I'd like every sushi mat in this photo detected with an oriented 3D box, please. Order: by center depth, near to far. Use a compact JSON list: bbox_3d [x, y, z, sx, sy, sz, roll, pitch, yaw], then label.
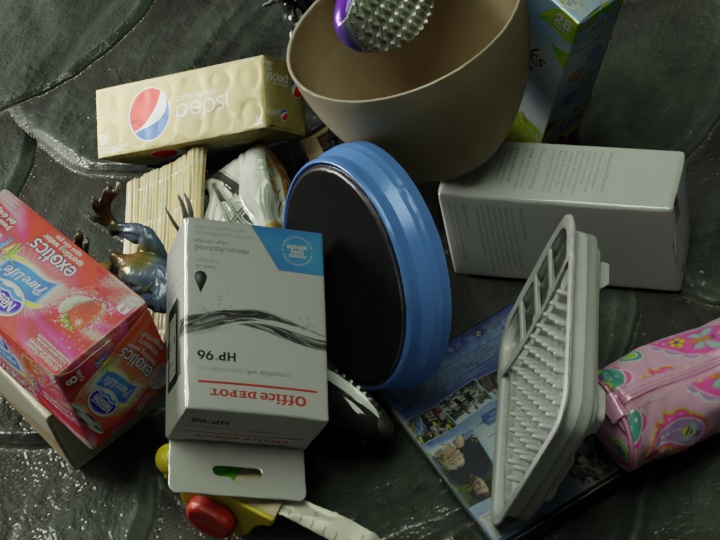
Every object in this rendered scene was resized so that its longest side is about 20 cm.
[{"bbox_3d":[-0.176,-0.015,1.621,0.095,0.012,0.201,-26,49,31],"label":"sushi mat"}]

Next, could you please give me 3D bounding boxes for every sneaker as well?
[{"bbox_3d":[0.009,-0.237,1.467,0.099,0.070,0.201,-6,39,34],"label":"sneaker"},{"bbox_3d":[-0.064,0.114,1.488,0.199,0.070,0.090,25,75,32],"label":"sneaker"},{"bbox_3d":[-0.098,-0.017,1.612,0.087,0.076,0.201,-25,43,15],"label":"sneaker"}]

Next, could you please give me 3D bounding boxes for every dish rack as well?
[{"bbox_3d":[0.145,0.079,1.374,0.043,0.172,0.201,15,49,-8],"label":"dish rack"}]

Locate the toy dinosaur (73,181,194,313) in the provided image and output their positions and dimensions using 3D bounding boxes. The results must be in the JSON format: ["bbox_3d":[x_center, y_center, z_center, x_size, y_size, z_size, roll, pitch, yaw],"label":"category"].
[{"bbox_3d":[-0.160,0.001,1.546,0.181,0.200,0.105,34,75,16],"label":"toy dinosaur"}]

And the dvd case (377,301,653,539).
[{"bbox_3d":[0.119,0.121,1.453,0.142,0.018,0.200,-29,48,-11],"label":"dvd case"}]

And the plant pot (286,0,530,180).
[{"bbox_3d":[0.056,-0.154,1.500,0.199,0.135,0.201,-16,40,14],"label":"plant pot"}]

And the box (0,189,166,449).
[{"bbox_3d":[-0.250,0.037,1.470,0.095,0.100,0.200,-39,52,-20],"label":"box"}]

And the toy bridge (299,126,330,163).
[{"bbox_3d":[0.037,-0.148,1.704,0.199,0.027,0.067,-22,46,-4],"label":"toy bridge"}]

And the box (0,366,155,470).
[{"bbox_3d":[-0.274,0.068,1.570,0.095,0.078,0.200,-37,50,-17],"label":"box"}]

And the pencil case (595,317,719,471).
[{"bbox_3d":[0.267,0.078,1.389,0.199,0.088,0.088,-22,47,-12],"label":"pencil case"}]

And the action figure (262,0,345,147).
[{"bbox_3d":[-0.009,-0.202,1.607,0.118,0.201,0.102,-31,44,-14],"label":"action figure"}]

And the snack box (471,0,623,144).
[{"bbox_3d":[0.130,-0.213,1.586,0.068,0.201,0.169,-36,67,-27],"label":"snack box"}]

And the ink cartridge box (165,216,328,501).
[{"bbox_3d":[-0.087,0.068,1.405,0.115,0.068,0.202,6,63,-18],"label":"ink cartridge box"}]

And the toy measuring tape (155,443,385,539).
[{"bbox_3d":[-0.072,0.190,1.434,0.199,0.074,0.074,26,58,6],"label":"toy measuring tape"}]

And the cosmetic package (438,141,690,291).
[{"bbox_3d":[0.171,-0.047,1.530,0.198,0.102,0.074,4,49,18],"label":"cosmetic package"}]

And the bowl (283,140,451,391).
[{"bbox_3d":[0.000,0.000,1.452,0.039,0.202,0.201,-16,43,-29],"label":"bowl"}]

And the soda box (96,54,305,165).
[{"bbox_3d":[-0.147,-0.144,1.676,0.199,0.064,0.068,-7,82,34],"label":"soda box"}]
